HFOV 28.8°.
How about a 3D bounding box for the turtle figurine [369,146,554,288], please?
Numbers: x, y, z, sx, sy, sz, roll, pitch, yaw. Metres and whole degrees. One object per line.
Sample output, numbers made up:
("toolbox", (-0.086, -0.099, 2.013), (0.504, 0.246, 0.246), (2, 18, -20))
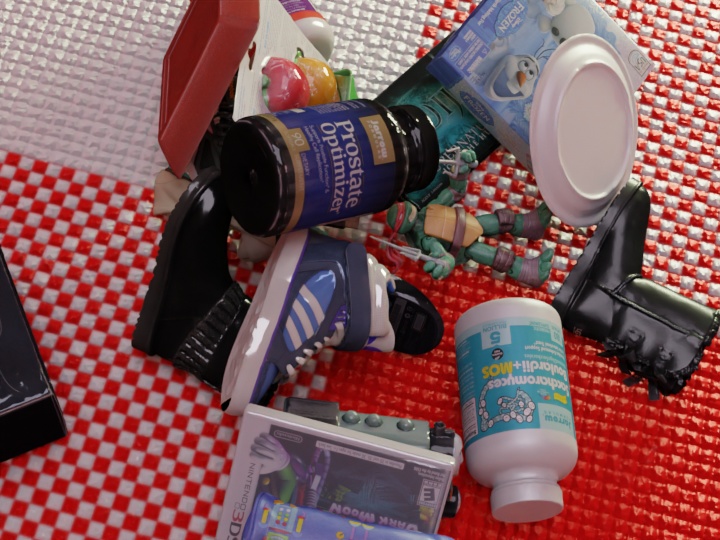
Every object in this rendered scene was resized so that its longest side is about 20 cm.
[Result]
("turtle figurine", (0.102, -0.048, 1.464), (0.197, 0.101, 0.152), (13, 71, -13))

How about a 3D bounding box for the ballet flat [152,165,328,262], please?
("ballet flat", (-0.130, -0.045, 1.470), (0.198, 0.070, 0.070), (23, 64, 9))

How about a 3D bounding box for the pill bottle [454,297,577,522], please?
("pill bottle", (0.152, 0.137, 1.368), (0.109, 0.111, 0.203), (-2, 64, -5))

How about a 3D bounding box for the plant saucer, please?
("plant saucer", (-0.160, -0.229, 1.434), (0.036, 0.201, 0.201), (20, 36, -20))

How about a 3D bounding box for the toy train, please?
("toy train", (0.001, 0.185, 1.322), (0.197, 0.116, 0.085), (8, 25, -1))

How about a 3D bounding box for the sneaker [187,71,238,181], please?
("sneaker", (-0.143, -0.156, 1.466), (0.079, 0.087, 0.201), (-2, 43, -21))

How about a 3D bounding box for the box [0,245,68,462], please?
("box", (-0.409, 0.090, 1.340), (0.198, 0.124, 0.199), (-21, 68, -13))

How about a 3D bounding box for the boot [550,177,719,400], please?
("boot", (0.301, 0.020, 1.460), (0.161, 0.074, 0.200), (29, 72, 13))

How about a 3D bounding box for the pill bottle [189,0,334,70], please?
("pill bottle", (-0.122, -0.297, 1.562), (0.112, 0.113, 0.201), (-29, 68, -17))

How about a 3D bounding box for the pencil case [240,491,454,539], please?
("pencil case", (-0.008, 0.255, 1.238), (0.197, 0.087, 0.079), (14, 79, 1))

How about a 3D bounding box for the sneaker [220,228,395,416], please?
("sneaker", (-0.036, 0.066, 1.331), (0.145, 0.080, 0.202), (25, 68, -14))

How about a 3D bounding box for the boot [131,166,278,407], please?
("boot", (-0.123, 0.020, 1.385), (0.156, 0.079, 0.214), (24, 107, 12))

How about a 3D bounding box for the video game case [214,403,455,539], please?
("video game case", (-0.030, 0.231, 1.286), (0.197, 0.023, 0.184), (14, 107, 0))

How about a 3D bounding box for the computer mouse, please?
("computer mouse", (0.000, 0.000, 1.419), (0.197, 0.142, 0.046), (17, 36, 7))

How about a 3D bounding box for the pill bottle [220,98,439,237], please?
("pill bottle", (-0.025, -0.103, 1.331), (0.198, 0.112, 0.113), (-14, 63, -35))

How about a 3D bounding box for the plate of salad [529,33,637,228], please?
("plate of salad", (0.231, -0.147, 1.484), (0.048, 0.201, 0.201), (5, 54, 44))

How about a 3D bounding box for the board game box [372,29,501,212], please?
("board game box", (0.085, -0.165, 1.559), (0.135, 0.028, 0.200), (42, 68, 14))

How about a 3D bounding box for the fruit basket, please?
("fruit basket", (-0.074, -0.169, 1.437), (0.093, 0.200, 0.188), (-15, 54, 29))

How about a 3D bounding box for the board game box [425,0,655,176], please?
("board game box", (0.203, -0.226, 1.551), (0.199, 0.043, 0.201), (43, 66, -10))
